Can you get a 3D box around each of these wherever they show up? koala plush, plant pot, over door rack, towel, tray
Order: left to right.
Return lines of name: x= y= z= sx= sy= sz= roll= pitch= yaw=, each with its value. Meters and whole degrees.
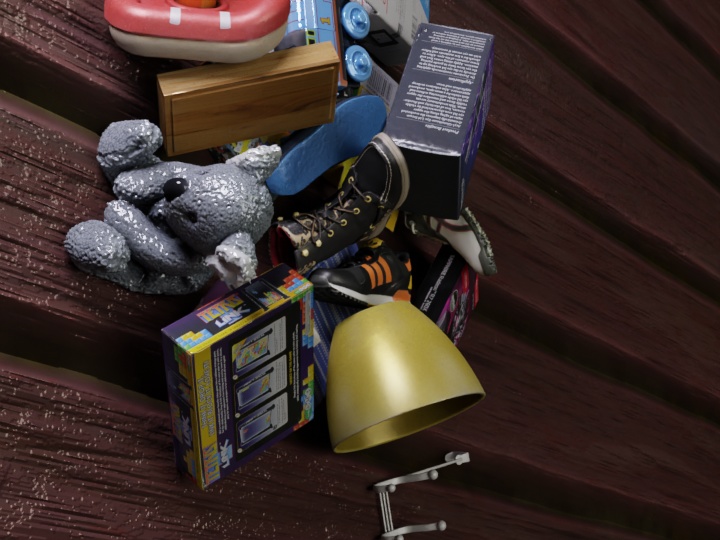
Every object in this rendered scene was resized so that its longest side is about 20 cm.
koala plush: x=-0.166 y=-0.059 z=1.259 sx=0.183 sy=0.199 sz=0.179 roll=34 pitch=58 yaw=-42
tray: x=-0.123 y=-0.189 z=1.338 sx=0.198 sy=0.099 sz=0.037 roll=-15 pitch=58 yaw=-16
towel: x=-0.041 y=0.061 z=1.536 sx=0.200 sy=0.024 sz=0.146 roll=-47 pitch=121 yaw=-41
plant pot: x=0.037 y=0.122 z=1.486 sx=0.199 sy=0.199 sz=0.143 roll=0 pitch=65 yaw=-50
over door rack: x=0.103 y=0.335 z=1.626 sx=0.199 sy=0.066 sz=0.150 roll=-10 pitch=92 yaw=-51

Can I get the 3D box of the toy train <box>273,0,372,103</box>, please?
toy train: x=-0.050 y=-0.302 z=1.476 sx=0.113 sy=0.086 sz=0.203 roll=0 pitch=82 yaw=-44

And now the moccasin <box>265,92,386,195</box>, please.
moccasin: x=-0.053 y=-0.159 z=1.436 sx=0.199 sy=0.068 sz=0.081 roll=-33 pitch=119 yaw=-35

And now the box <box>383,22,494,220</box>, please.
box: x=0.101 y=-0.192 z=1.557 sx=0.148 sy=0.103 sz=0.202 roll=84 pitch=21 yaw=-60

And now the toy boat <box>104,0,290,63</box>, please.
toy boat: x=-0.172 y=-0.301 z=1.287 sx=0.198 sy=0.131 sz=0.132 roll=2 pitch=118 yaw=-14

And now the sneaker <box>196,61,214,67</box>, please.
sneaker: x=-0.156 y=-0.296 z=1.413 sx=0.079 sy=0.076 sz=0.202 roll=91 pitch=-4 yaw=-61

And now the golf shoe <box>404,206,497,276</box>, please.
golf shoe: x=0.112 y=-0.062 z=1.636 sx=0.201 sy=0.088 sz=0.077 roll=56 pitch=4 yaw=22

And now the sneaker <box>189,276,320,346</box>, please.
sneaker: x=-0.131 y=0.069 z=1.385 sx=0.073 sy=0.114 sz=0.200 roll=50 pitch=8 yaw=34

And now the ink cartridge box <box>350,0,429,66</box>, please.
ink cartridge box: x=0.023 y=-0.368 z=1.614 sx=0.200 sy=0.066 sz=0.117 roll=28 pitch=62 yaw=-60

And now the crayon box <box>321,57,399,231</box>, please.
crayon box: x=0.010 y=-0.165 z=1.608 sx=0.127 sy=0.050 sz=0.202 roll=36 pitch=57 yaw=-42

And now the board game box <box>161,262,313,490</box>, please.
board game box: x=-0.127 y=0.114 z=1.295 sx=0.164 sy=0.057 sz=0.202 roll=-28 pitch=137 yaw=-33

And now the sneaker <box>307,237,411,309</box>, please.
sneaker: x=0.000 y=0.000 z=1.517 sx=0.199 sy=0.069 sz=0.091 roll=15 pitch=79 yaw=-55

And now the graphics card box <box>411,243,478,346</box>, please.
graphics card box: x=0.108 y=0.062 z=1.654 sx=0.126 sy=0.050 sz=0.201 roll=84 pitch=29 yaw=-46

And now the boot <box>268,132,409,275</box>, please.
boot: x=-0.028 y=-0.071 z=1.436 sx=0.150 sy=0.200 sz=0.073 roll=-30 pitch=76 yaw=-26

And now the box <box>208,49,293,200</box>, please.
box: x=-0.111 y=-0.188 z=1.475 sx=0.137 sy=0.037 sz=0.201 roll=59 pitch=45 yaw=-26
